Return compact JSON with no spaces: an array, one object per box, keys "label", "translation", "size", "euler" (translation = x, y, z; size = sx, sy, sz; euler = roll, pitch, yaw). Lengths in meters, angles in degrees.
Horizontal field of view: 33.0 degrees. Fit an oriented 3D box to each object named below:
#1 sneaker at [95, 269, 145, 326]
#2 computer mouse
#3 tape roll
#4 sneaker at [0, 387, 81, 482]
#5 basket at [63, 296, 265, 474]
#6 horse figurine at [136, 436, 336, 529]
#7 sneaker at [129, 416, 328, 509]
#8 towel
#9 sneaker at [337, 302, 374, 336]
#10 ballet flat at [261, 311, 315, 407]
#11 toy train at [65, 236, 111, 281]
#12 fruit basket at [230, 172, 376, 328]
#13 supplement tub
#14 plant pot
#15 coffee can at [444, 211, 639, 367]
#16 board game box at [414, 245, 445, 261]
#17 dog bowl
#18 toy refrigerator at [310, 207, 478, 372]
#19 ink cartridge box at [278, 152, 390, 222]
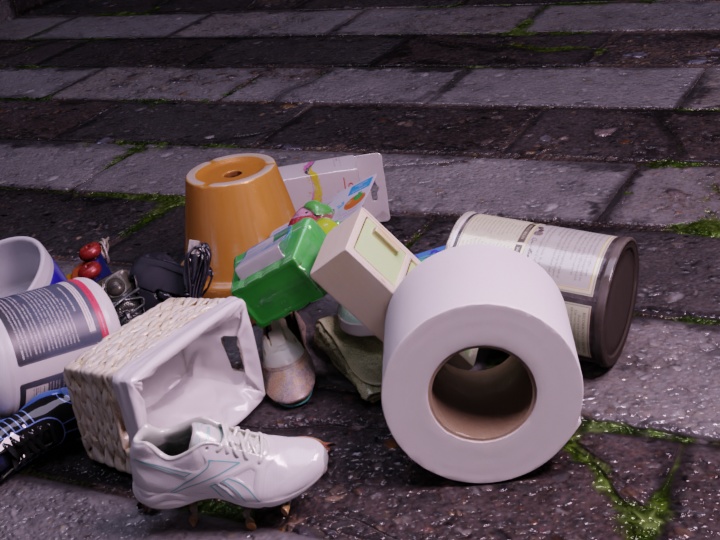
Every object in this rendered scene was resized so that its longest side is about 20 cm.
[{"label":"sneaker","translation":[-0.289,0.072,1.530],"size":[0.076,0.116,0.199],"euler":[-24,30,-26]},{"label":"computer mouse","translation":[-0.266,0.021,1.623],"size":[0.052,0.141,0.199],"euler":[3,5,-34]},{"label":"tape roll","translation":[0.120,0.093,1.237],"size":[0.199,0.206,0.140],"euler":[-7,25,5]},{"label":"sneaker","translation":[-0.383,0.195,1.357],"size":[0.197,0.071,0.078],"euler":[-20,28,-7]},{"label":"basket","translation":[-0.220,0.125,1.365],"size":[0.122,0.137,0.200],"euler":[6,28,34]},{"label":"horse figurine","translation":[-0.133,0.209,1.256],"size":[0.197,0.051,0.133],"euler":[-1,33,10]},{"label":"sneaker","translation":[-0.130,0.184,1.186],"size":[0.197,0.081,0.071],"euler":[-5,37,-1]},{"label":"towel","translation":[0.036,0.090,1.471],"size":[0.146,0.037,0.200],"euler":[-16,25,-16]},{"label":"sneaker","translation":[0.000,0.000,1.487],"size":[0.073,0.120,0.201],"euler":[-9,21,-9]},{"label":"ballet flat","translation":[-0.096,0.091,1.473],"size":[0.067,0.068,0.200],"euler":[-18,25,-1]},{"label":"toy train","translation":[-0.408,0.018,1.738],"size":[0.114,0.085,0.200],"euler":[-24,26,-1]},{"label":"fruit basket","translation":[-0.076,-0.032,1.461],"size":[0.184,0.094,0.201],"euler":[-26,29,33]},{"label":"supplement tub","translation":[-0.395,0.097,1.451],"size":[0.198,0.143,0.140],"euler":[-16,24,-36]},{"label":"plant pot","translation":[-0.161,-0.052,1.663],"size":[0.197,0.186,0.201],"euler":[-7,25,3]},{"label":"coffee can","translation":[0.207,0.018,1.407],"size":[0.197,0.148,0.146],"euler":[11,31,25]},{"label":"board game box","translation":[0.169,0.003,1.601],"size":[0.197,0.046,0.152],"euler":[-17,26,-18]},{"label":"dog bowl","translation":[-0.478,0.053,1.595],"size":[0.197,0.079,0.202],"euler":[-19,38,15]},{"label":"toy refrigerator","translation":[0.045,0.031,1.337],"size":[0.070,0.200,0.076],"euler":[-34,21,37]},{"label":"ink cartridge box","translation":[-0.055,-0.099,1.810],"size":[0.197,0.118,0.068],"euler":[-10,23,-1]}]
